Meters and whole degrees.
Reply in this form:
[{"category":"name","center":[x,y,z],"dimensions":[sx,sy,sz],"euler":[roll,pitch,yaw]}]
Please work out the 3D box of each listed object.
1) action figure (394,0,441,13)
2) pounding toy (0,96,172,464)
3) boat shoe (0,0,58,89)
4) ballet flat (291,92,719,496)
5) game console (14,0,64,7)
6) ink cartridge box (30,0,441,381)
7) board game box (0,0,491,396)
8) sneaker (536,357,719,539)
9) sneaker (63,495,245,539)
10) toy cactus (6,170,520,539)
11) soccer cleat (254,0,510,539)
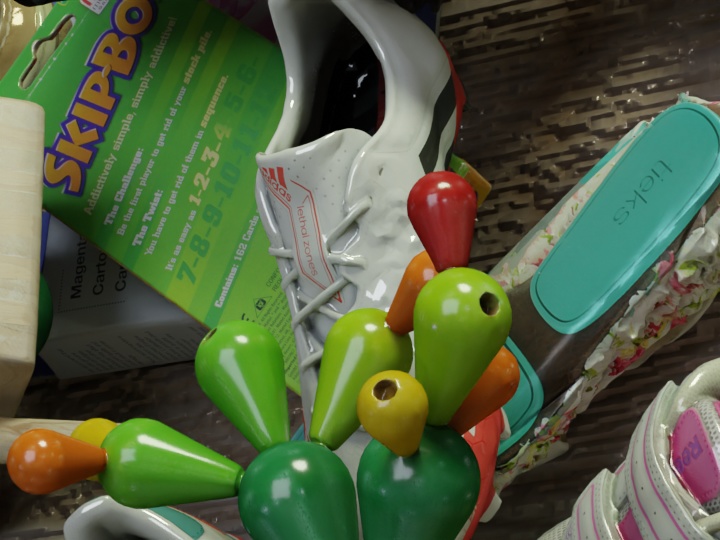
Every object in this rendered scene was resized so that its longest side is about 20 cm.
[{"category":"action figure","center":[0.087,-0.146,0.972],"dimensions":[0.199,0.102,0.119],"euler":[-6,46,15]},{"category":"pounding toy","center":[-0.176,0.027,0.983],"dimensions":[0.184,0.199,0.143],"euler":[122,151,-58]},{"category":"boat shoe","center":[-0.204,-0.051,1.131],"dimensions":[0.200,0.063,0.073],"euler":[-32,49,23]},{"category":"ballet flat","center":[0.064,0.027,0.935],"dimensions":[0.200,0.064,0.076],"euler":[-40,50,11]},{"category":"game console","center":[-0.015,-0.164,0.975],"dimensions":[0.200,0.031,0.177],"euler":[-4,52,39]},{"category":"ink cartridge box","center":[-0.066,-0.062,1.078],"dimensions":[0.199,0.043,0.197],"euler":[-9,62,27]},{"category":"board game box","center":[-0.053,-0.038,1.015],"dimensions":[0.200,0.030,0.096],"euler":[34,88,34]},{"category":"sneaker","center":[0.102,0.074,0.871],"dimensions":[0.200,0.088,0.081],"euler":[-37,52,11]},{"category":"sneaker","center":[-0.040,0.151,0.917],"dimensions":[0.070,0.093,0.200],"euler":[-39,52,9]},{"category":"toy cactus","center":[-0.013,0.081,0.807],"dimensions":[0.200,0.102,0.165],"euler":[-39,62,29]},{"category":"soccer cleat","center":[0.000,0.000,0.895],"dimensions":[0.068,0.085,0.201],"euler":[-16,59,28]}]
